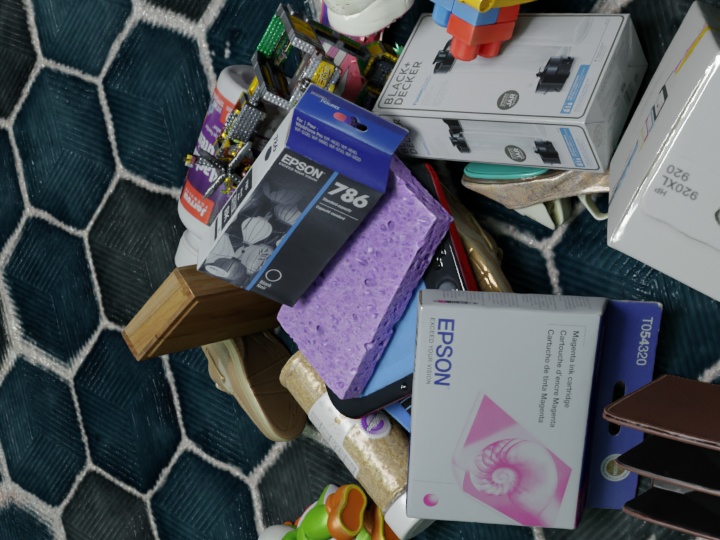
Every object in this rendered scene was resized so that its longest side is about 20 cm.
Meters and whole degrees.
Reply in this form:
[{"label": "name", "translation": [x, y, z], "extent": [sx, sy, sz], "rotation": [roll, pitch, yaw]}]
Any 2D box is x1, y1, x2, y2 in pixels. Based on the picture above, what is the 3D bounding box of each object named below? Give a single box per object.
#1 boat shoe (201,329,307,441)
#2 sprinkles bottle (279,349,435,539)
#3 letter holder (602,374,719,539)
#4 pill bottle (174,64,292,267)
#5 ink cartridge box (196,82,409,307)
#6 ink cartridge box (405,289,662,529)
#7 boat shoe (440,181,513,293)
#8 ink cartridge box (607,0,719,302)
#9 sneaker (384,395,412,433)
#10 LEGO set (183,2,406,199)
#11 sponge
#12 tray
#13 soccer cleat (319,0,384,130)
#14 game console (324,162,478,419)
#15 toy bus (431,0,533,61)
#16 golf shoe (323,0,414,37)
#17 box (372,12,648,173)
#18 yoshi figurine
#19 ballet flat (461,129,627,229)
[{"label": "boat shoe", "translation": [-0.119, 0.093, 1.270], "extent": [0.065, 0.071, 0.201], "rotation": [-47, 62, 38]}, {"label": "sprinkles bottle", "translation": [0.005, 0.158, 1.184], "extent": [0.200, 0.068, 0.068], "rotation": [50, 121, 20]}, {"label": "letter holder", "translation": [0.290, 0.157, 0.928], "extent": [0.198, 0.141, 0.102], "rotation": [10, 102, 34]}, {"label": "pill bottle", "translation": [-0.113, -0.085, 1.208], "extent": [0.111, 0.111, 0.202], "rotation": [34, 115, 28]}, {"label": "ink cartridge box", "translation": [-0.050, -0.057, 1.041], "extent": [0.200, 0.099, 0.039], "rotation": [-52, 27, 35]}, {"label": "ink cartridge box", "translation": [0.139, 0.116, 1.014], "extent": [0.197, 0.043, 0.199], "rotation": [3, 112, 3]}, {"label": "boat shoe", "translation": [0.091, -0.013, 1.095], "extent": [0.201, 0.069, 0.074], "rotation": [57, 130, 21]}, {"label": "ink cartridge box", "translation": [0.265, -0.076, 0.851], "extent": [0.146, 0.200, 0.146], "rotation": [25, 113, 1]}, {"label": "sneaker", "translation": [0.071, 0.107, 1.127], "extent": [0.199, 0.070, 0.079], "rotation": [34, 122, 29]}, {"label": "LEGO set", "translation": [-0.044, -0.124, 1.071], "extent": [0.201, 0.153, 0.116], "rotation": [-51, 26, 16]}, {"label": "sponge", "translation": [0.000, 0.000, 1.084], "extent": [0.112, 0.030, 0.201], "rotation": [48, 124, 35]}, {"label": "tray", "translation": [-0.122, 0.029, 1.176], "extent": [0.099, 0.199, 0.037], "rotation": [-45, 72, 31]}, {"label": "soccer cleat", "translation": [-0.001, -0.225, 1.139], "extent": [0.076, 0.066, 0.203], "rotation": [2, 95, 31]}, {"label": "game console", "translation": [0.021, 0.024, 1.100], "extent": [0.199, 0.031, 0.179], "rotation": [-29, 77, 42]}, {"label": "toy bus", "translation": [0.122, -0.265, 0.973], "extent": [0.135, 0.199, 0.194], "rotation": [35, 130, 33]}, {"label": "golf shoe", "translation": [0.044, -0.283, 1.030], "extent": [0.200, 0.092, 0.075], "rotation": [-43, 45, -11]}, {"label": "box", "translation": [0.121, -0.149, 1.024], "extent": [0.198, 0.060, 0.118], "rotation": [9, 61, 36]}, {"label": "yoshi figurine", "translation": [-0.053, 0.291, 1.225], "extent": [0.199, 0.112, 0.113], "rotation": [-34, 83, 37]}, {"label": "ballet flat", "translation": [0.175, -0.071, 1.031], "extent": [0.198, 0.068, 0.068], "rotation": [-7, 114, 38]}]
